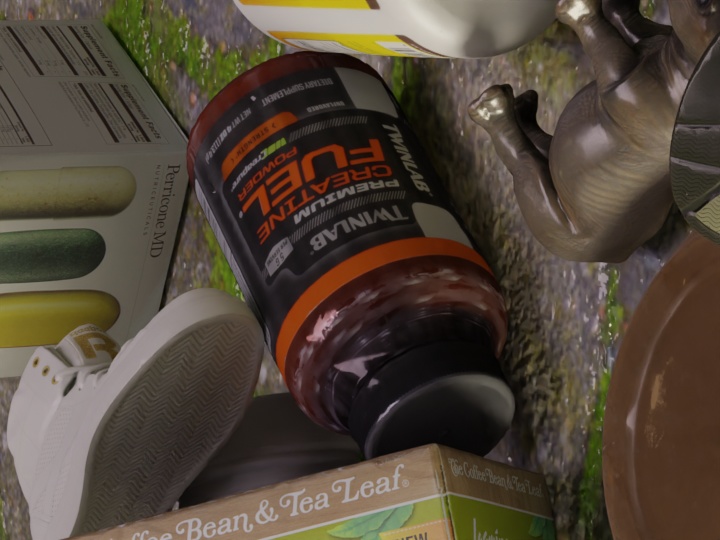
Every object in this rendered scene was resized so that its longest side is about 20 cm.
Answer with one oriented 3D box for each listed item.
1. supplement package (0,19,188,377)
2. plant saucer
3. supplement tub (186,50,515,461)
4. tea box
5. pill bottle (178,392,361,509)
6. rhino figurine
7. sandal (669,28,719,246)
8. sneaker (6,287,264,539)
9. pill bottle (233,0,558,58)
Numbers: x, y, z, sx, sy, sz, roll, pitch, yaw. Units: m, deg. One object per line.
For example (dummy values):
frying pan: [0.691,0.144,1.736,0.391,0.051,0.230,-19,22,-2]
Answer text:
supplement package: [-0.223,-0.041,1.584,0.151,0.200,0.152,53,137,46]
plant saucer: [0.153,0.060,1.028,0.200,0.029,0.201,-16,70,52]
supplement tub: [0.000,0.000,1.269,0.200,0.107,0.107,62,143,38]
tea box: [-0.015,0.194,1.190,0.200,0.134,0.197,-17,73,21]
pill bottle: [-0.036,0.166,1.340,0.114,0.114,0.200,-33,63,58]
rhino figurine: [0.113,-0.072,1.094,0.088,0.060,0.200,57,143,13]
sandal: [0.175,-0.095,0.984,0.080,0.057,0.201,28,103,17]
sneaker: [-0.115,0.055,1.312,0.200,0.074,0.116,-58,39,35]
pill bottle: [0.006,-0.149,1.240,0.200,0.109,0.110,11,102,61]
